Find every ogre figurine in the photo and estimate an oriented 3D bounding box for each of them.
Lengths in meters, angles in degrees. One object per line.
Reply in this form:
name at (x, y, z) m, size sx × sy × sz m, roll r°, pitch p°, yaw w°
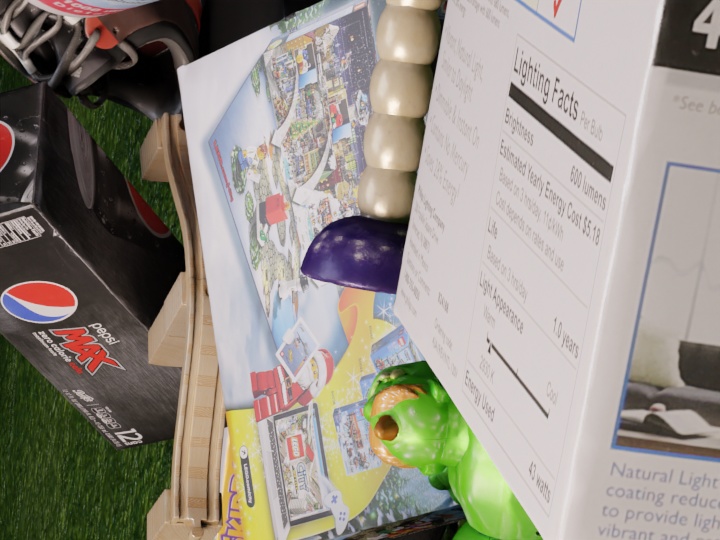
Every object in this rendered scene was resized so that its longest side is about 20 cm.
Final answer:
ogre figurine at (0.057, 0.038, 0.914) m, size 0.200 × 0.098 × 0.120 m, roll -64°, pitch 1°, yaw 17°

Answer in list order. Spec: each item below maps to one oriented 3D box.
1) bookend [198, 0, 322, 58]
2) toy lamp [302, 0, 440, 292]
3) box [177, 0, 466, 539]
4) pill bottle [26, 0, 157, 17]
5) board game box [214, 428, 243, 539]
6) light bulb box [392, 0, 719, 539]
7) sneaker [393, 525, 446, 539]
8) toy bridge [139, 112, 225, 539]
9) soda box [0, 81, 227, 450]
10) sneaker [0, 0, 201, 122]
bookend at (-0.011, -0.065, 1.242) m, size 0.200 × 0.092 × 0.199 m, roll 122°, pitch 150°, yaw -59°
toy lamp at (0.018, -0.095, 0.982) m, size 0.058 × 0.058 × 0.201 m, roll -151°, pitch 70°, yaw -76°
box at (0.000, 0.000, 1.070) m, size 0.136 × 0.038 × 0.201 m, roll -19°, pitch 75°, yaw 44°
pill bottle at (-0.069, -0.168, 1.137) m, size 0.200 × 0.109 × 0.109 m, roll -6°, pitch 77°, yaw 54°
board game box at (-0.063, 0.071, 1.419) m, size 0.096 × 0.030 × 0.201 m, roll -141°, pitch 55°, yaw -74°
light bulb box at (0.098, -0.050, 0.688) m, size 0.198 × 0.124 × 0.201 m, roll -124°, pitch 42°, yaw -71°
sneaker at (0.016, 0.037, 1.119) m, size 0.082 × 0.073 × 0.201 m, roll -138°, pitch 54°, yaw -72°
toy bridge at (-0.072, 0.021, 1.213) m, size 0.067 × 0.027 × 0.201 m, roll 125°, pitch 146°, yaw -58°
soda box at (-0.124, 0.002, 1.271) m, size 0.200 × 0.063 × 0.071 m, roll 53°, pitch -150°, yaw -51°
sneaker at (-0.135, -0.120, 1.239) m, size 0.077 × 0.200 × 0.082 m, roll -39°, pitch 49°, yaw 26°
